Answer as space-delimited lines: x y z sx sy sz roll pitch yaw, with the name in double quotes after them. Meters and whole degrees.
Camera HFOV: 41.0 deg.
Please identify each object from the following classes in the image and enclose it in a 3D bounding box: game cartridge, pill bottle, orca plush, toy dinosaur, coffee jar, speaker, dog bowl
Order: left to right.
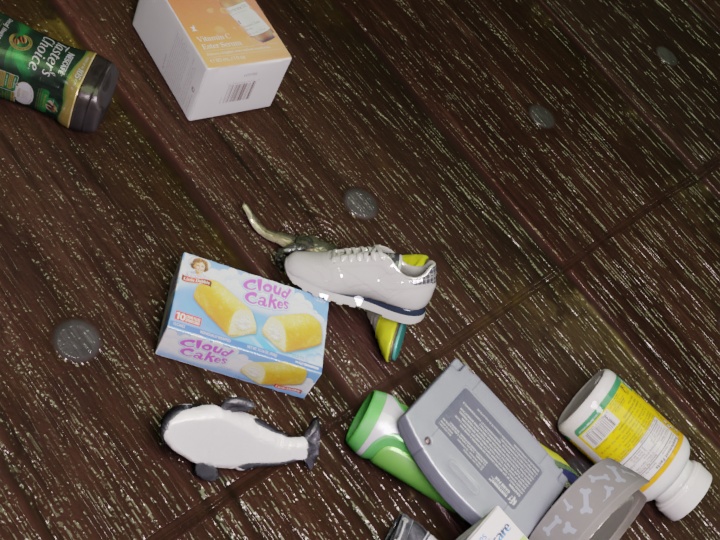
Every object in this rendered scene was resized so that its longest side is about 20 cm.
-0.424 -0.261 1.269 0.196 0.086 0.106 21 48 -14 "coffee jar"
-0.141 0.177 1.108 0.196 0.107 0.071 -1 25 -26 "orca plush"
-0.079 -0.023 1.311 0.196 0.048 0.089 22 42 -10 "toy dinosaur"
0.083 0.229 1.179 0.198 0.089 0.089 32 47 -4 "speaker"
0.140 0.219 1.135 0.200 0.041 0.133 47 54 5 "game cartridge"
0.265 0.310 1.152 0.198 0.203 0.059 -23 53 -39 "dog bowl"
0.376 0.241 1.315 0.199 0.113 0.113 42 47 6 "pill bottle"

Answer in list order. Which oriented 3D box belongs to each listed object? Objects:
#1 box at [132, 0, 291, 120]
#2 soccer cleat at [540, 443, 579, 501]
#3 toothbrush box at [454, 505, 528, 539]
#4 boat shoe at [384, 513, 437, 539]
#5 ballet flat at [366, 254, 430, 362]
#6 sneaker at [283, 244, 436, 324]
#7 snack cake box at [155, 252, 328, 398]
-0.222 -0.342 1.427 0.150 0.107 0.202 -18 66 -37 "box"
0.213 0.243 1.272 0.200 0.065 0.083 42 17 11 "soccer cleat"
0.165 0.387 1.065 0.200 0.146 0.086 46 48 10 "toothbrush box"
0.018 0.347 1.064 0.068 0.072 0.200 42 45 4 "boat shoe"
0.045 0.046 1.322 0.066 0.068 0.201 16 43 11 "ballet flat"
0.000 0.000 1.236 0.196 0.082 0.077 14 29 -5 "sneaker"
-0.143 0.068 1.189 0.196 0.067 0.117 18 50 -16 "snack cake box"
